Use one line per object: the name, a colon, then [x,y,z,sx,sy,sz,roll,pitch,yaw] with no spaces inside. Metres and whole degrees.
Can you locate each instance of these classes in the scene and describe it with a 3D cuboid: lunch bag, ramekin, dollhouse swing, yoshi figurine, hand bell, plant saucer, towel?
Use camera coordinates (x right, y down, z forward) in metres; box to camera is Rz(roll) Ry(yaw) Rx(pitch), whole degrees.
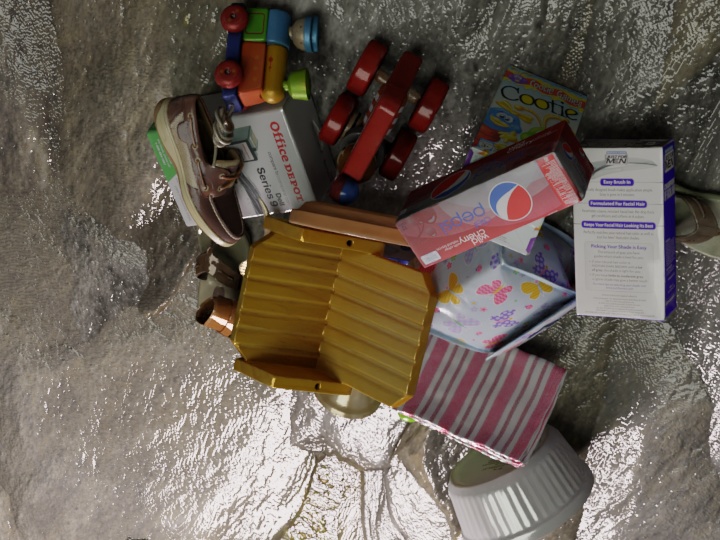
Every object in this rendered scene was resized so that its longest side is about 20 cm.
lunch bag: [0.186,0.024,1.526,0.199,0.128,0.169,23,136,-35]
ramekin: [0.211,0.289,1.676,0.201,0.202,0.095,-24,101,32]
dollhouse swing: [-0.035,0.060,1.501,0.180,0.175,0.202,9,100,-30]
yoshi figurine: [0.148,0.164,1.686,0.197,0.114,0.112,-6,164,7]
hand bell: [0.007,0.100,1.654,0.103,0.105,0.201,23,134,2]
plant saucer: [0.015,-0.053,1.448,0.198,0.200,0.033,12,93,11]
towel: [0.156,0.156,1.615,0.198,0.147,0.030,22,165,19]

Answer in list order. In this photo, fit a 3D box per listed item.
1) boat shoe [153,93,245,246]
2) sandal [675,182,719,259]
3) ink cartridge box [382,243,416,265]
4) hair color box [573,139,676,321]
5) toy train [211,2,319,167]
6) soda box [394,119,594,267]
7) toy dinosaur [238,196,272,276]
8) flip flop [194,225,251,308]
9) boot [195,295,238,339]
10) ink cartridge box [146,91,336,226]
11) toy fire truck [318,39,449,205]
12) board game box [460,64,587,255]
boat shoe: [-0.179,-0.123,1.492,0.071,0.072,0.202,-11,113,27]
sandal: [0.377,-0.062,1.445,0.199,0.057,0.080,23,124,6]
ink cartridge box: [0.000,0.000,1.636,0.197,0.044,0.095,10,128,13]
hair color box: [0.307,-0.049,1.422,0.108,0.065,0.203,3,107,28]
toy train: [-0.109,-0.214,1.444,0.114,0.203,0.085,2,165,7]
soda box: [0.136,-0.077,1.258,0.199,0.070,0.064,-23,113,33]
toy dinosaur: [-0.107,-0.005,1.590,0.100,0.059,0.201,10,143,-5]
flip flop: [-0.200,0.003,1.702,0.080,0.058,0.202,17,128,8]
boot: [-0.130,0.074,1.666,0.154,0.074,0.199,25,154,-23]
ink cartridge box: [-0.149,-0.149,1.560,0.198,0.084,0.147,-7,122,23]
toy fire truck: [0.011,-0.160,1.440,0.111,0.169,0.201,30,129,-3]
board game box: [0.178,-0.129,1.380,0.104,0.201,0.104,22,129,4]
